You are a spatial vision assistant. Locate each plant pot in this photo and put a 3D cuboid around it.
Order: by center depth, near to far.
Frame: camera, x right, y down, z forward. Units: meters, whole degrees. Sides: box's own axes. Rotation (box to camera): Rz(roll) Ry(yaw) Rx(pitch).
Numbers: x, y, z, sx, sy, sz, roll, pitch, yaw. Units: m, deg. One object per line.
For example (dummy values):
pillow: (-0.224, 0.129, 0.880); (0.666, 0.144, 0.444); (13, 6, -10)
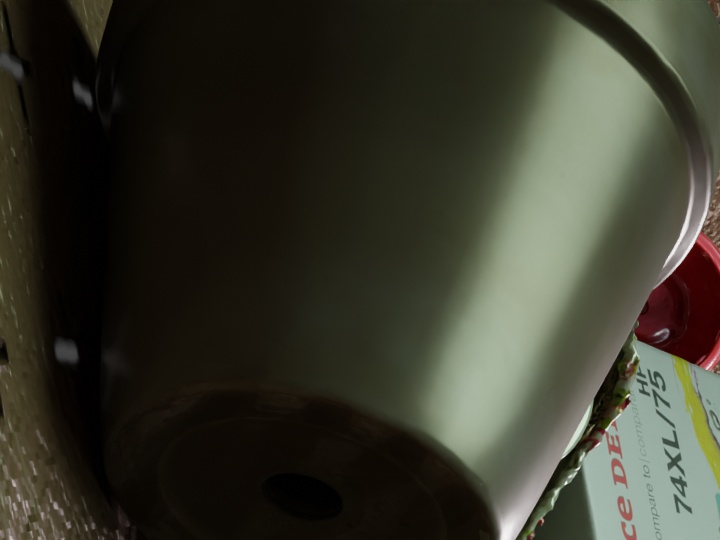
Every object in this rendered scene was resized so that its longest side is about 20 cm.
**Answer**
plant pot: (0.000, 0.000, 0.779); (0.200, 0.200, 0.174); (70, 29, -48)
plant pot: (0.313, 0.039, 2.865); (0.182, 0.200, 0.201); (14, 65, -82)

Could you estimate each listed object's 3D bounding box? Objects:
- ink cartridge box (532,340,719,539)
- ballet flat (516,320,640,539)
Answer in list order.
ink cartridge box: (0.090, 0.127, 1.020); (0.200, 0.146, 0.147); (21, 51, -45)
ballet flat: (0.028, 0.079, 0.866); (0.076, 0.200, 0.064); (41, -24, -16)
